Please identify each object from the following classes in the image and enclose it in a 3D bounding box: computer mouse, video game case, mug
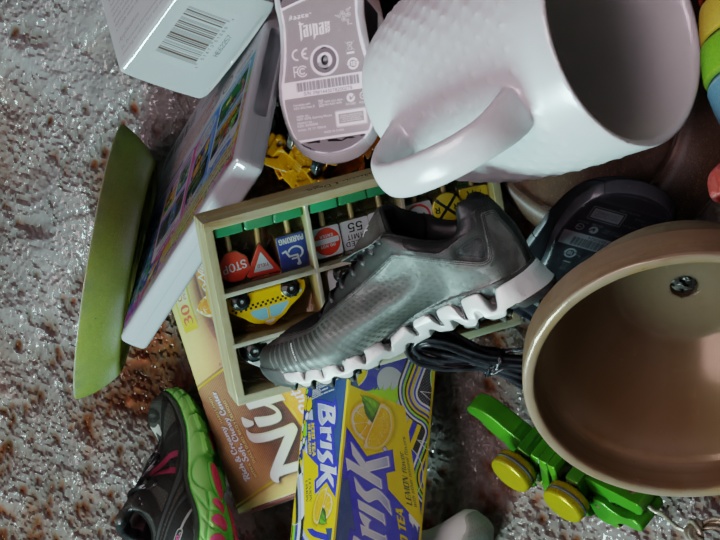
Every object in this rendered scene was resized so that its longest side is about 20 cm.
[{"bbox_3d":[-0.022,-0.168,1.487,0.110,0.044,0.200,-5,88,19],"label":"computer mouse"},{"bbox_3d":[-0.103,-0.071,1.559,0.200,0.024,0.182,-53,20,42],"label":"video game case"},{"bbox_3d":[0.105,-0.004,1.434,0.046,0.140,0.200,-92,18,-44],"label":"computer mouse"},{"bbox_3d":[0.080,-0.111,1.363,0.175,0.200,0.148,-15,116,44],"label":"mug"}]

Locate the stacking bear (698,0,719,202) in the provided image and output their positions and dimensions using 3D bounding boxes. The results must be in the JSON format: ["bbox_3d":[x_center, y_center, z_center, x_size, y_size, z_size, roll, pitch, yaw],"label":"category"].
[{"bbox_3d":[0.242,-0.144,1.334,0.114,0.121,0.200,-18,76,18],"label":"stacking bear"}]

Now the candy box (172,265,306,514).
[{"bbox_3d":[-0.062,0.061,1.620,0.115,0.055,0.200,-24,82,38],"label":"candy box"}]

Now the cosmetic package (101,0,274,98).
[{"bbox_3d":[-0.132,-0.226,1.580,0.102,0.074,0.200,-48,41,32],"label":"cosmetic package"}]

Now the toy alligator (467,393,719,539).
[{"bbox_3d":[0.153,0.141,1.474,0.200,0.059,0.054,29,156,27],"label":"toy alligator"}]

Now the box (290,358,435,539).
[{"bbox_3d":[0.000,0.140,1.518,0.064,0.070,0.200,-28,52,57],"label":"box"}]

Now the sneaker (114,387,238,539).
[{"bbox_3d":[-0.138,0.155,1.628,0.084,0.200,0.077,-19,124,3],"label":"sneaker"}]

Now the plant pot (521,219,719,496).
[{"bbox_3d":[0.198,0.036,1.372,0.201,0.093,0.201,3,132,3],"label":"plant pot"}]

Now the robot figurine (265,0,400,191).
[{"bbox_3d":[0.003,-0.120,1.540,0.145,0.058,0.200,48,121,32],"label":"robot figurine"}]

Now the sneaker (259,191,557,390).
[{"bbox_3d":[0.016,0.007,1.393,0.200,0.066,0.091,-22,101,25],"label":"sneaker"}]

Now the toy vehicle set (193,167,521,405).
[{"bbox_3d":[0.000,0.000,1.475,0.027,0.200,0.124,-141,38,-67],"label":"toy vehicle set"}]

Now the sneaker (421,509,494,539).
[{"bbox_3d":[0.010,0.211,1.578,0.200,0.070,0.080,-41,69,34],"label":"sneaker"}]

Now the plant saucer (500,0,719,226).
[{"bbox_3d":[0.147,-0.109,1.454,0.200,0.034,0.200,5,98,36],"label":"plant saucer"}]

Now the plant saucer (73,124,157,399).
[{"bbox_3d":[-0.173,-0.004,1.637,0.031,0.200,0.200,9,104,-2],"label":"plant saucer"}]
